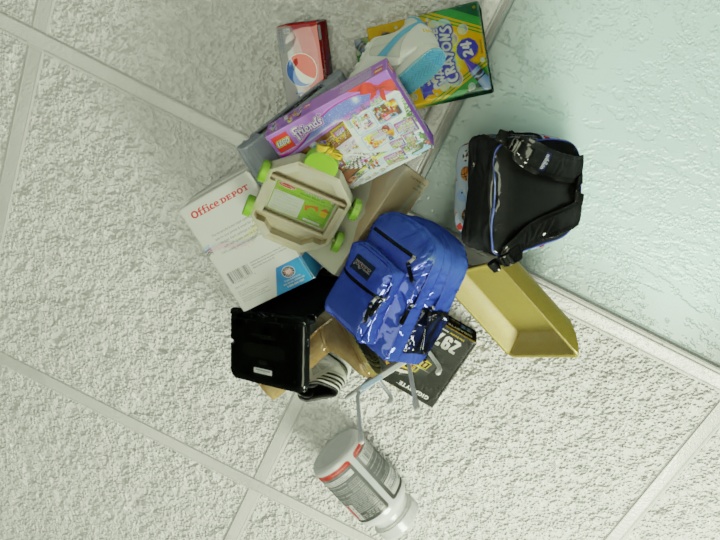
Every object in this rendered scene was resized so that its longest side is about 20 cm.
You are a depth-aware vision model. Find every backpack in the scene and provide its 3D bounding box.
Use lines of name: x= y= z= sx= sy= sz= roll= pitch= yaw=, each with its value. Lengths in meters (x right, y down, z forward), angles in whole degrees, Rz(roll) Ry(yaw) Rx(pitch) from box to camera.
backpack: x=0.237 y=-0.117 z=1.080 sx=0.189 sy=0.154 sz=0.202 roll=-7 pitch=112 yaw=-27
backpack: x=0.057 y=0.018 z=1.081 sx=0.162 sy=0.167 sz=0.201 roll=38 pitch=105 yaw=36

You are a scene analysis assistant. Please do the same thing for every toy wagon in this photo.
toy wagon: x=-0.075 y=-0.109 z=1.043 sx=0.154 sy=0.040 sz=0.201 roll=22 pitch=131 yaw=-12

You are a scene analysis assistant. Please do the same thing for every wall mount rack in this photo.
wall mount rack: x=0.056 y=0.197 z=1.202 sx=0.200 sy=0.174 sz=0.075 roll=-37 pitch=87 yaw=24

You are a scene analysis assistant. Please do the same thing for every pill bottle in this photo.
pill bottle: x=0.013 y=0.411 z=1.388 sx=0.116 sy=0.116 sz=0.200 roll=-36 pitch=102 yaw=23

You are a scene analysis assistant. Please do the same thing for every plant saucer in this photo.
plant saucer: x=0.244 y=0.055 z=1.175 sx=0.200 sy=0.200 sz=0.048 roll=47 pitch=70 yaw=-10

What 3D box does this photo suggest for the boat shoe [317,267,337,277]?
boat shoe: x=0.000 y=0.000 z=1.249 sx=0.199 sy=0.072 sz=0.076 roll=-33 pitch=120 yaw=29

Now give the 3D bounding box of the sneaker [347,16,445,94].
sneaker: x=0.024 y=-0.278 z=1.043 sx=0.199 sy=0.076 sz=0.081 roll=-32 pitch=67 yaw=19

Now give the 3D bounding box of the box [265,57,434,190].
box: x=-0.014 y=-0.189 z=1.023 sx=0.199 sy=0.039 sz=0.137 roll=-24 pitch=126 yaw=21

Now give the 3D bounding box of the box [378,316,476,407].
box: x=0.083 y=0.130 z=1.290 sx=0.199 sy=0.049 sz=0.160 roll=30 pitch=114 yaw=-2

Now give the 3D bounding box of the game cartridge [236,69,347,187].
game cartridge: x=-0.074 y=-0.190 z=1.098 sx=0.200 sy=0.041 sz=0.134 roll=-41 pitch=126 yaw=-13

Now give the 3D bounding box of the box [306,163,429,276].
box: x=0.009 y=-0.087 z=1.146 sx=0.078 sy=0.095 sz=0.201 roll=39 pitch=101 yaw=28

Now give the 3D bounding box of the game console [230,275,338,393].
game console: x=-0.116 y=0.098 z=1.210 sx=0.199 sy=0.116 sz=0.178 roll=2 pitch=93 yaw=46

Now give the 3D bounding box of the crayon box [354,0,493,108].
crayon box: x=0.088 y=-0.308 z=1.080 sx=0.198 sy=0.052 sz=0.127 roll=-9 pitch=94 yaw=16

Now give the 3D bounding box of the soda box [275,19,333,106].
soda box: x=-0.079 y=-0.283 z=1.137 sx=0.069 sy=0.063 sz=0.202 roll=-2 pitch=112 yaw=13

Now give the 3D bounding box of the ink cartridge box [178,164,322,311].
ink cartridge box: x=-0.166 y=-0.070 z=1.202 sx=0.146 sy=0.145 sz=0.201 roll=-24 pitch=107 yaw=21

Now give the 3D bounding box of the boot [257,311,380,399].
boot: x=-0.080 y=0.155 z=1.228 sx=0.200 sy=0.066 sz=0.176 roll=-39 pitch=61 yaw=15

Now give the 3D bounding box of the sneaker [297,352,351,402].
sneaker: x=-0.115 y=0.162 z=1.308 sx=0.199 sy=0.115 sz=0.076 roll=27 pitch=116 yaw=0
